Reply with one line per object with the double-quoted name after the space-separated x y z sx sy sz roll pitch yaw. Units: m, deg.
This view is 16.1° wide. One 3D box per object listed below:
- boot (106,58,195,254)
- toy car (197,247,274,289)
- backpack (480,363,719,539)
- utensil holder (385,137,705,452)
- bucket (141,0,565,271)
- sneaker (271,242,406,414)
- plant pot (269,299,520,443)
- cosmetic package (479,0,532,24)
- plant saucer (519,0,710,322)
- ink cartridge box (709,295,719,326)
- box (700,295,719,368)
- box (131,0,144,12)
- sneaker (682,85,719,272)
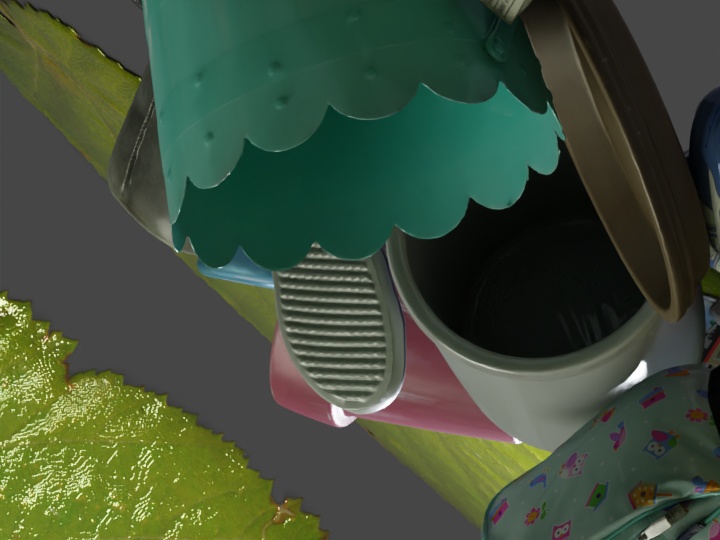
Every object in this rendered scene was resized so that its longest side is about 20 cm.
-0.114 -0.139 1.568 0.182 0.072 0.201 55 140 37 "boot"
0.011 -0.071 1.650 0.198 0.186 0.177 11 177 -9 "toy car"
0.167 0.140 1.398 0.127 0.200 0.167 47 -161 -15 "backpack"
0.113 0.007 1.468 0.170 0.170 0.200 36 171 20 "utensil holder"
-0.009 -0.098 1.245 0.207 0.206 0.136 71 -174 -73 "bucket"
0.000 -0.001 1.465 0.114 0.072 0.202 25 -142 -52 "sneaker"
0.054 0.033 1.821 0.178 0.201 0.200 21 166 14 "plant pot"
0.018 -0.207 1.128 0.200 0.071 0.105 40 172 -1 "cosmetic package"
0.125 -0.071 1.254 0.200 0.029 0.201 157 90 -89 "plant saucer"
0.276 0.047 1.399 0.200 0.045 0.176 32 169 41 "ink cartridge box"
0.181 0.108 1.573 0.035 0.200 0.110 43 170 -25 "box"
-0.097 -0.221 1.365 0.106 0.122 0.200 41 170 -8 "box"
0.182 -0.037 1.267 0.088 0.075 0.200 32 167 31 "sneaker"
